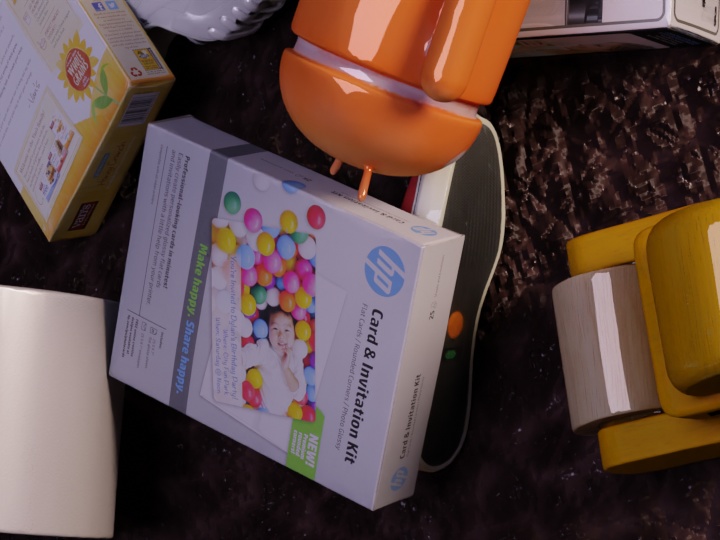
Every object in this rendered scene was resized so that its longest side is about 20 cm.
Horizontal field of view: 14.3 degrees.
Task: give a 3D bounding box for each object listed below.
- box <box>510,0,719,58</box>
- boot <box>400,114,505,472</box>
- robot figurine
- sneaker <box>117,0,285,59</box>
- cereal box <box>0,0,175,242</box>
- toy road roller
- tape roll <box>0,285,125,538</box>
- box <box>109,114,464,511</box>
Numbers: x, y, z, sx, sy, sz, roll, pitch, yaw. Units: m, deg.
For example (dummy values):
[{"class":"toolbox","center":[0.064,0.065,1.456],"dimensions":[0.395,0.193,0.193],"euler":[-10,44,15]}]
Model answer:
[{"class":"box","center":[0.097,-0.178,1.565],"dimensions":[0.200,0.060,0.117],"euler":[0,84,34]},{"class":"boot","center":[0.000,0.000,1.603],"dimensions":[0.144,0.072,0.201],"euler":[14,95,36]},{"class":"robot figurine","center":[0.027,-0.137,1.503],"dimensions":[0.144,0.117,0.201],"euler":[25,99,30]},{"class":"sneaker","center":[-0.064,-0.178,1.674],"dimensions":[0.200,0.076,0.081],"euler":[-15,83,39]},{"class":"cereal box","center":[-0.196,-0.138,1.741],"dimensions":[0.200,0.039,0.144],"euler":[58,138,25]},{"class":"toy road roller","center":[0.172,0.022,1.437],"dimensions":[0.200,0.146,0.123],"euler":[-16,75,31]},{"class":"tape roll","center":[-0.238,0.080,1.672],"dimensions":[0.202,0.202,0.140],"euler":[1,83,34]},{"class":"box","center":[-0.044,0.021,1.568],"dimensions":[0.200,0.041,0.156],"euler":[25,115,32]}]
